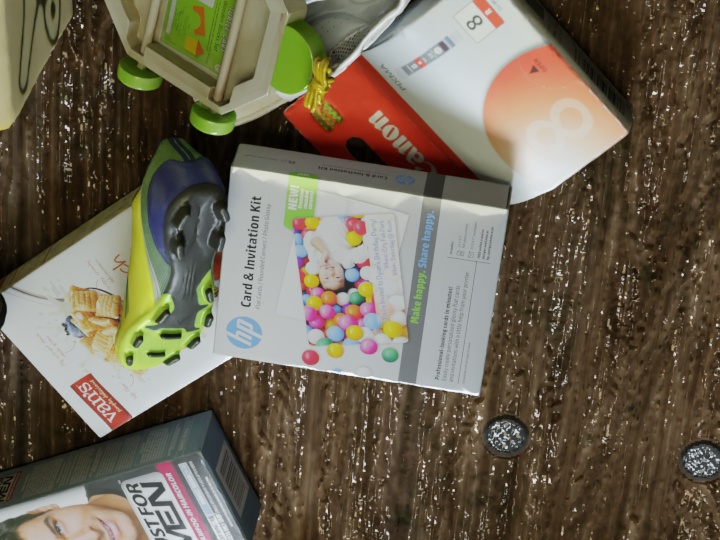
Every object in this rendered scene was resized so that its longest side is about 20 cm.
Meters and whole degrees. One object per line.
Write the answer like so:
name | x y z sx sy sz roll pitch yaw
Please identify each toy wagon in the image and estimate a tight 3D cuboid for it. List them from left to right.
toy wagon | -0.091 -0.170 1.542 0.199 0.039 0.156 32 125 23

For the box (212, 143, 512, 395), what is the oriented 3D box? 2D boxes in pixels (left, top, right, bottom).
box | 0.000 0.000 1.636 0.198 0.041 0.157 10 119 3

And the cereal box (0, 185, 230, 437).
cereal box | -0.165 0.024 1.718 0.199 0.040 0.144 -32 110 23

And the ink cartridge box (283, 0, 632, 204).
ink cartridge box | 0.065 -0.107 1.604 0.200 0.050 0.162 -38 109 22

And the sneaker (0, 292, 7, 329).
sneaker | -0.308 0.069 1.732 0.090 0.070 0.199 40 139 -22

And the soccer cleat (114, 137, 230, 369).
soccer cleat | -0.140 -0.010 1.644 0.064 0.084 0.201 -8 140 -27

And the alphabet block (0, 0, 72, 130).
alphabet block | -0.305 -0.226 1.501 0.194 0.196 0.202 5 120 7

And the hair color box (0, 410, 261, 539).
hair color box | -0.190 0.190 1.809 0.198 0.061 0.100 -17 117 18

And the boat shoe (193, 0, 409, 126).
boat shoe | -0.044 -0.157 1.576 0.199 0.070 0.071 -36 112 26
